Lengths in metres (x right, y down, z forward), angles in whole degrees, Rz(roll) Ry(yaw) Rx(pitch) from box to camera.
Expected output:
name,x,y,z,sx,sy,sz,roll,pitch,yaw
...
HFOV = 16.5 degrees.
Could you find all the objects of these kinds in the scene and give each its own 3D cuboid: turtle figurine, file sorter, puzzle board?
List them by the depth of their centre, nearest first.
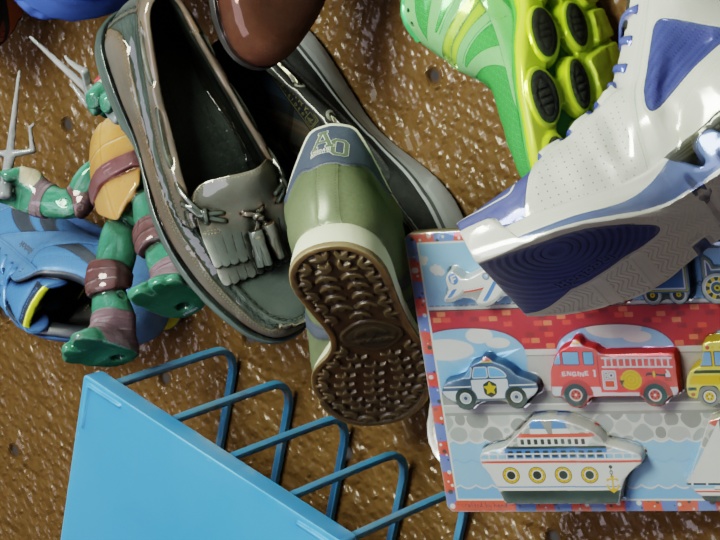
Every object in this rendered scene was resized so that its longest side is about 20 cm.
name,x,y,z,sx,sy,sz,roll,pitch,yaw
puzzle board,0.125,0.049,1.216,0.199,0.017,0.152,-2,108,22
file sorter,-0.054,0.147,1.396,0.199,0.122,0.140,29,121,34
turtle figurine,-0.142,-0.054,1.410,0.150,0.100,0.201,-52,44,50

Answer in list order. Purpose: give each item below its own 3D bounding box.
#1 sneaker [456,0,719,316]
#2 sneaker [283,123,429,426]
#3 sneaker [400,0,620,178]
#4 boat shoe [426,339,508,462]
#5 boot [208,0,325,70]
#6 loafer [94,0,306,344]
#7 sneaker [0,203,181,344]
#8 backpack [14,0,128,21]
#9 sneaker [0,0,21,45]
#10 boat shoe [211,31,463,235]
name,x,y,z,sx,sy,sz,roll,pitch,yaw
sneaker,0.136,-0.068,1.164,0.198,0.081,0.116,-27,54,10
sneaker,0.000,0.000,1.284,0.067,0.201,0.090,-5,61,6
sneaker,0.070,-0.125,1.241,0.083,0.074,0.201,-37,65,46
boat shoe,0.071,0.031,1.280,0.071,0.069,0.201,36,126,22
boot,0.009,-0.185,1.216,0.200,0.068,0.189,15,79,61
loafer,-0.079,-0.056,1.320,0.201,0.072,0.063,61,153,4
sneaker,-0.199,0.002,1.520,0.199,0.078,0.066,17,115,40
backpack,-0.168,-0.235,1.371,0.200,0.162,0.168,49,135,5
sneaker,-0.253,-0.215,1.505,0.112,0.077,0.201,80,-178,-61
boat shoe,-0.015,-0.053,1.346,0.200,0.056,0.069,52,130,19
